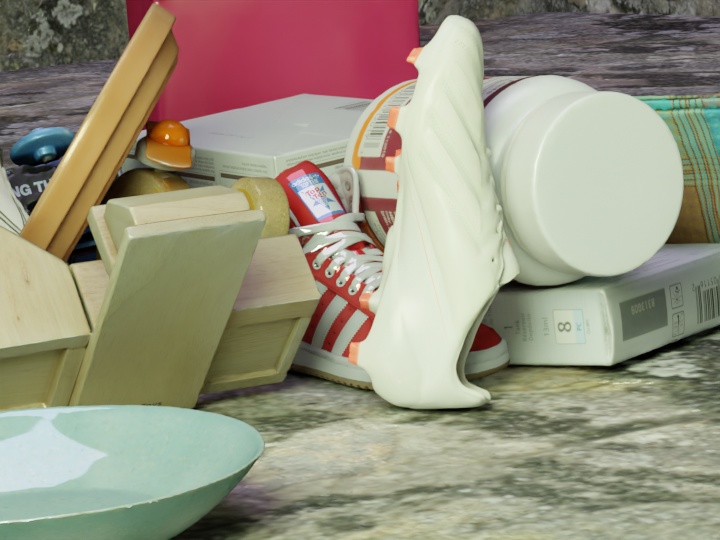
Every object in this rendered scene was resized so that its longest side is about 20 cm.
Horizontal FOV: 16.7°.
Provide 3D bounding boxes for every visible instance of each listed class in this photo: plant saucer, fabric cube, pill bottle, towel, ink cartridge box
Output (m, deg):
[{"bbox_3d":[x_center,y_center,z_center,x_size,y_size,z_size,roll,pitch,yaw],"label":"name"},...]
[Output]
[{"bbox_3d":[-0.139,0.097,1.040,0.200,0.039,0.201,-3,9,0],"label":"plant saucer"},{"bbox_3d":[-0.065,-0.116,1.796,0.195,0.201,0.200,-6,10,-9],"label":"fabric cube"},{"bbox_3d":[0.083,-0.051,1.351,0.114,0.115,0.200,-8,8,-27],"label":"pill bottle"},{"bbox_3d":[0.192,-0.039,1.441,0.199,0.147,0.022,3,34,37],"label":"towel"},{"bbox_3d":[-0.157,-0.061,1.417,0.032,0.201,0.200,30,7,-7],"label":"plant saucer"},{"bbox_3d":[0.101,0.020,1.421,0.199,0.048,0.160,-3,8,38],"label":"ink cartridge box"}]

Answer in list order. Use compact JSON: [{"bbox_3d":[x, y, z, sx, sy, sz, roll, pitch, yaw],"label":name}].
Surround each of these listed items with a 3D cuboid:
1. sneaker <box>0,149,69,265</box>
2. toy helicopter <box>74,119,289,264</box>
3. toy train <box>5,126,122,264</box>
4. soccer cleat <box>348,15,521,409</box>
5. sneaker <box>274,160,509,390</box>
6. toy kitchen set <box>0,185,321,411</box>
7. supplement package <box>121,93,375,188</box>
[{"bbox_3d":[-0.252,-0.046,1.537,0.072,0.200,0.072,-25,-23,-22],"label":"sneaker"},{"bbox_3d":[-0.095,-0.029,1.371,0.079,0.133,0.200,5,-9,-32],"label":"toy helicopter"},{"bbox_3d":[-0.256,-0.029,1.636,0.199,0.087,0.114,-14,-21,-17],"label":"toy train"},{"bbox_3d":[0.049,-0.028,1.250,0.077,0.201,0.069,10,1,13],"label":"soccer cleat"},{"bbox_3d":[0.000,0.000,1.339,0.071,0.113,0.199,-11,13,-42],"label":"sneaker"},{"bbox_3d":[-0.136,-0.041,1.242,0.199,0.181,0.163,-8,-32,-24],"label":"toy kitchen set"},{"bbox_3d":[-0.038,-0.043,1.586,0.155,0.112,0.200,-15,15,-32],"label":"supplement package"}]
